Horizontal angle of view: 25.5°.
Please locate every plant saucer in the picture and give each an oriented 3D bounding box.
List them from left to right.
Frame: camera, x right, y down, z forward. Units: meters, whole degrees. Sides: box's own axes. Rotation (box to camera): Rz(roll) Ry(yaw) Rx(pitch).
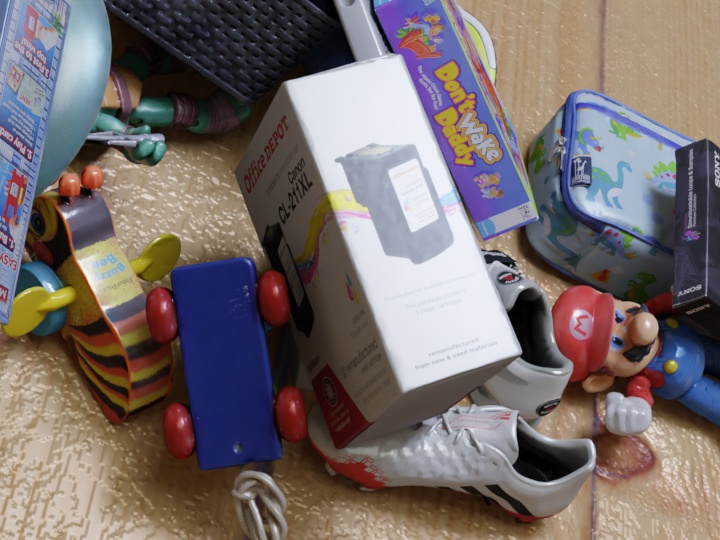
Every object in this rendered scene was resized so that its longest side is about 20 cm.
[{"bbox_3d":[-0.248,-0.123,0.985,0.200,0.200,0.027,65,13,23],"label":"plant saucer"}]

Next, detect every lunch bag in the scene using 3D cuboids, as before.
[{"bbox_3d":[0.231,-0.051,1.287,0.200,0.082,0.161,25,45,-14],"label":"lunch bag"}]

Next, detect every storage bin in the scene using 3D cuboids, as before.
[{"bbox_3d":[-0.118,-0.223,1.088,0.200,0.094,0.135,33,28,-38],"label":"storage bin"}]

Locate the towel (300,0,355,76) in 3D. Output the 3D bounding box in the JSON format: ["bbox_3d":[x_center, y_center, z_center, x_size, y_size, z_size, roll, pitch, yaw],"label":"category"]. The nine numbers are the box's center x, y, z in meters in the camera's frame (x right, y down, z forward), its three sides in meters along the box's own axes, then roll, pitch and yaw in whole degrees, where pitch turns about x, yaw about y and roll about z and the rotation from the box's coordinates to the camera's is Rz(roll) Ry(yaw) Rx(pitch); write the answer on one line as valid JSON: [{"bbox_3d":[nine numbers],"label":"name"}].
[{"bbox_3d":[-0.034,-0.216,1.233,0.112,0.048,0.200,38,29,-63],"label":"towel"}]

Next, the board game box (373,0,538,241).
[{"bbox_3d":[0.066,-0.140,1.155,0.135,0.045,0.200,-95,160,-58],"label":"board game box"}]

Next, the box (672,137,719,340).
[{"bbox_3d":[0.312,0.005,1.220,0.200,0.036,0.143,30,52,-33],"label":"box"}]

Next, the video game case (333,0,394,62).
[{"bbox_3d":[0.004,-0.199,1.158,0.200,0.024,0.182,32,37,-72],"label":"video game case"}]

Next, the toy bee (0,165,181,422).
[{"bbox_3d":[-0.181,-0.007,0.985,0.200,0.109,0.131,38,47,-2],"label":"toy bee"}]

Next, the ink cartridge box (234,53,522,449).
[{"bbox_3d":[0.004,-0.009,0.976,0.083,0.146,0.200,-16,76,-21],"label":"ink cartridge box"}]

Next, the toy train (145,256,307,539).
[{"bbox_3d":[-0.072,0.093,0.988,0.085,0.116,0.200,-9,90,2],"label":"toy train"}]

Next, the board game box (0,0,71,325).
[{"bbox_3d":[-0.262,-0.055,0.909,0.062,0.200,0.200,46,32,-57],"label":"board game box"}]

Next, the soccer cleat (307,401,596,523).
[{"bbox_3d":[0.062,0.115,1.056,0.200,0.085,0.069,19,50,-19],"label":"soccer cleat"}]

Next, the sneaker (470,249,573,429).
[{"bbox_3d":[0.091,0.014,1.150,0.074,0.089,0.200,-20,68,-38],"label":"sneaker"}]

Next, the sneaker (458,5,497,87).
[{"bbox_3d":[0.042,-0.194,1.293,0.081,0.074,0.200,-15,60,-28],"label":"sneaker"}]

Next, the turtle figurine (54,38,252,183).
[{"bbox_3d":[-0.171,-0.130,1.088,0.200,0.101,0.150,-14,79,-54],"label":"turtle figurine"}]

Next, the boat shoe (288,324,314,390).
[{"bbox_3d":[-0.001,0.003,1.106,0.086,0.075,0.202,9,45,-4],"label":"boat shoe"}]

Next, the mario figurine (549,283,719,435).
[{"bbox_3d":[0.228,0.061,1.179,0.200,0.106,0.124,17,29,-27],"label":"mario figurine"}]
